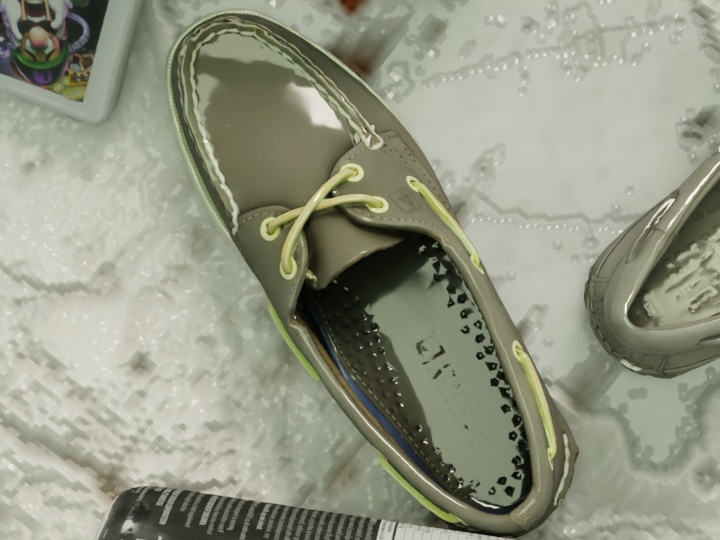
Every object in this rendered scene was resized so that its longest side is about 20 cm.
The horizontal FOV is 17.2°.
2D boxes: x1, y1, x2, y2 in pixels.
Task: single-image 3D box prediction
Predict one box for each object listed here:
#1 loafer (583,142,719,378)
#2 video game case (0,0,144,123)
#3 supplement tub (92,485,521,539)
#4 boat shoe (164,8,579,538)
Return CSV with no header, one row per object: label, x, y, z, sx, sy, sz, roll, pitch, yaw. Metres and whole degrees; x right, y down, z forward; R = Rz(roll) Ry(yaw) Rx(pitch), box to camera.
loafer,0.159,-0.033,0.756,0.200,0.070,0.070,-39,87,1
video game case,-0.152,-0.161,0.764,0.200,0.023,0.182,20,115,3
supplement tub,0.012,0.139,0.733,0.200,0.123,0.123,9,89,4
boat shoe,0.003,-0.002,0.768,0.072,0.060,0.202,-34,87,1
